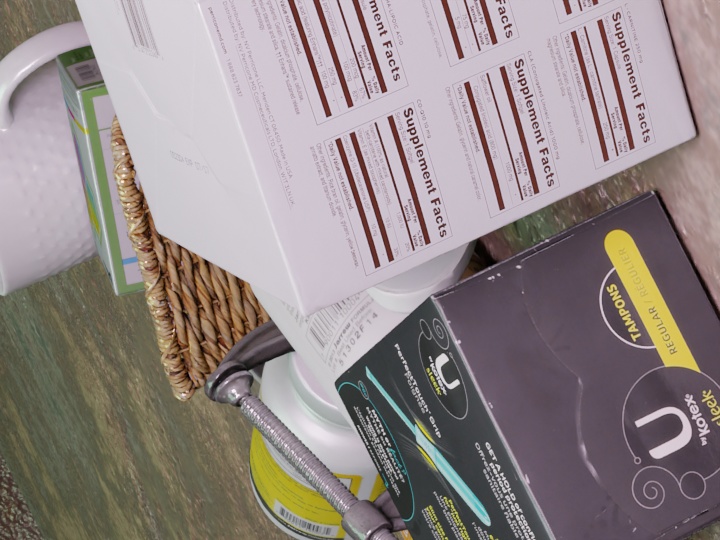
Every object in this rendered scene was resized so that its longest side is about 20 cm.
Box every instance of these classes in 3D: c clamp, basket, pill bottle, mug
[{"bbox_3d":[-0.015,0.094,1.380,0.200,0.170,0.027,48,143,35],"label":"c clamp"},{"bbox_3d":[-0.100,-0.048,1.569,0.143,0.149,0.201,44,154,50],"label":"basket"},{"bbox_3d":[-0.010,0.090,1.549,0.113,0.112,0.200,59,161,20],"label":"pill bottle"},{"bbox_3d":[-0.209,-0.098,1.773,0.148,0.175,0.200,56,162,35],"label":"mug"},{"bbox_3d":[0.000,0.000,1.394,0.200,0.114,0.115,51,158,38],"label":"pill bottle"}]

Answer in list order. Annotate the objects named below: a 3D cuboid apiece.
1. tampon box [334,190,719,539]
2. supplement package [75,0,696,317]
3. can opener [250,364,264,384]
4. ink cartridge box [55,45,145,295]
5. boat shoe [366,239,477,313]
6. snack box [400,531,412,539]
[{"bbox_3d":[0.094,0.074,1.194,0.150,0.126,0.200,63,162,6],"label":"tampon box"},{"bbox_3d":[0.004,-0.101,1.098,0.191,0.199,0.148,27,138,63],"label":"supplement package"},{"bbox_3d":[-0.071,0.060,1.793,0.200,0.053,0.067,37,147,59],"label":"can opener"},{"bbox_3d":[-0.155,-0.047,1.681,0.104,0.059,0.201,-127,26,-67],"label":"ink cartridge box"},{"bbox_3d":[0.030,-0.044,1.251,0.200,0.070,0.064,-89,-11,-45],"label":"boat shoe"},{"bbox_3d":[0.094,0.200,1.491,0.200,0.053,0.142,60,161,18],"label":"snack box"}]
